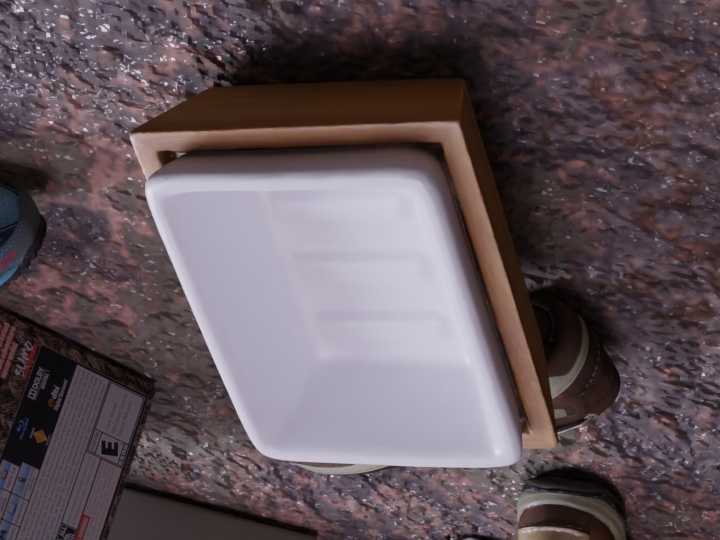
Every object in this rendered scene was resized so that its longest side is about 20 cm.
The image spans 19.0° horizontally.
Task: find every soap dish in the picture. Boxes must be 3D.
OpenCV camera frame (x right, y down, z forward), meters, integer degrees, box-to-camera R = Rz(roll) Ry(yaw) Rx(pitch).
[{"bbox_3d":[0.000,0.000,0.993,0.156,0.081,0.201,-1,132,23],"label":"soap dish"}]

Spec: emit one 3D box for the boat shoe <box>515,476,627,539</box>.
[{"bbox_3d":[0.132,0.199,1.268,0.075,0.074,0.200,-3,143,26],"label":"boat shoe"}]

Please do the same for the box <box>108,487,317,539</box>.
[{"bbox_3d":[-0.134,0.196,1.371,0.199,0.078,0.095,13,148,3],"label":"box"}]

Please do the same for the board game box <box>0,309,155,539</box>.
[{"bbox_3d":[-0.239,0.105,1.203,0.199,0.160,0.097,28,145,-18],"label":"board game box"}]

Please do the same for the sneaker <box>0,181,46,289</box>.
[{"bbox_3d":[-0.256,-0.039,1.070,0.199,0.080,0.096,9,145,9],"label":"sneaker"}]

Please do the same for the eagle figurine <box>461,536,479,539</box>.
[{"bbox_3d":[0.074,0.262,1.371,0.152,0.151,0.200,53,-175,12],"label":"eagle figurine"}]

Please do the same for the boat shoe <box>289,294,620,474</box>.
[{"bbox_3d":[0.045,0.075,1.123,0.202,0.075,0.075,-16,142,39],"label":"boat shoe"}]
